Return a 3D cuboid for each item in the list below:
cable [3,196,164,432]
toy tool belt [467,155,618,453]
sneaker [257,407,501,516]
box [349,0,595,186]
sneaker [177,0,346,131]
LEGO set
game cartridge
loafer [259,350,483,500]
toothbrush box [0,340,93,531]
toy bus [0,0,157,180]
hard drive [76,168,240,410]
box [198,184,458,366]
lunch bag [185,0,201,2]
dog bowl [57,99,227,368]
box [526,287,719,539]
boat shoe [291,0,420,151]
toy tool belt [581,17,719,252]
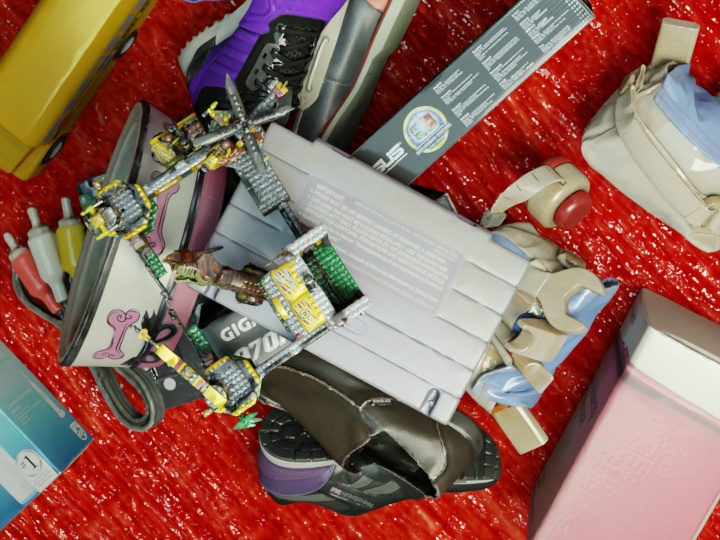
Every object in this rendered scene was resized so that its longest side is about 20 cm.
[{"bbox_3d":[-0.233,0.046,1.128,0.097,0.050,0.201,-27,81,26],"label":"cable"},{"bbox_3d":[0.137,0.030,1.035,0.123,0.124,0.201,46,122,26],"label":"toy tool belt"},{"bbox_3d":[0.015,0.161,1.142,0.198,0.076,0.088,6,133,0],"label":"sneaker"},{"bbox_3d":[0.080,-0.136,1.003,0.200,0.160,0.044,-42,94,16],"label":"box"},{"bbox_3d":[-0.059,-0.156,1.014,0.200,0.069,0.100,-36,55,45],"label":"sneaker"},{"bbox_3d":[-0.080,-0.007,0.855,0.153,0.116,0.201,-25,89,-2],"label":"LEGO set"},{"bbox_3d":[0.000,0.000,0.932,0.199,0.038,0.130,29,84,-1],"label":"game cartridge"},{"bbox_3d":[-0.006,0.114,1.068,0.198,0.072,0.073,21,144,11],"label":"loafer"},{"bbox_3d":[-0.351,0.129,1.171,0.146,0.085,0.200,-41,93,15],"label":"toothbrush box"},{"bbox_3d":[-0.235,-0.163,1.087,0.065,0.078,0.200,38,105,-1],"label":"toy bus"},{"bbox_3d":[-0.134,0.001,1.131,0.139,0.038,0.202,-18,100,12],"label":"hard drive"},{"bbox_3d":[-0.023,0.005,1.028,0.199,0.159,0.046,-29,98,-2],"label":"box"},{"bbox_3d":[-0.095,-0.292,0.990,0.123,0.170,0.202,14,104,10],"label":"lunch bag"},{"bbox_3d":[-0.158,-0.018,1.019,0.073,0.200,0.202,18,106,-16],"label":"dog bowl"},{"bbox_3d":[0.218,0.134,1.062,0.108,0.128,0.201,26,105,3],"label":"box"},{"bbox_3d":[-0.020,-0.151,1.062,0.062,0.071,0.201,30,105,8],"label":"boat shoe"},{"bbox_3d":[0.267,-0.082,1.008,0.199,0.125,0.123,36,114,-2],"label":"toy tool belt"}]
